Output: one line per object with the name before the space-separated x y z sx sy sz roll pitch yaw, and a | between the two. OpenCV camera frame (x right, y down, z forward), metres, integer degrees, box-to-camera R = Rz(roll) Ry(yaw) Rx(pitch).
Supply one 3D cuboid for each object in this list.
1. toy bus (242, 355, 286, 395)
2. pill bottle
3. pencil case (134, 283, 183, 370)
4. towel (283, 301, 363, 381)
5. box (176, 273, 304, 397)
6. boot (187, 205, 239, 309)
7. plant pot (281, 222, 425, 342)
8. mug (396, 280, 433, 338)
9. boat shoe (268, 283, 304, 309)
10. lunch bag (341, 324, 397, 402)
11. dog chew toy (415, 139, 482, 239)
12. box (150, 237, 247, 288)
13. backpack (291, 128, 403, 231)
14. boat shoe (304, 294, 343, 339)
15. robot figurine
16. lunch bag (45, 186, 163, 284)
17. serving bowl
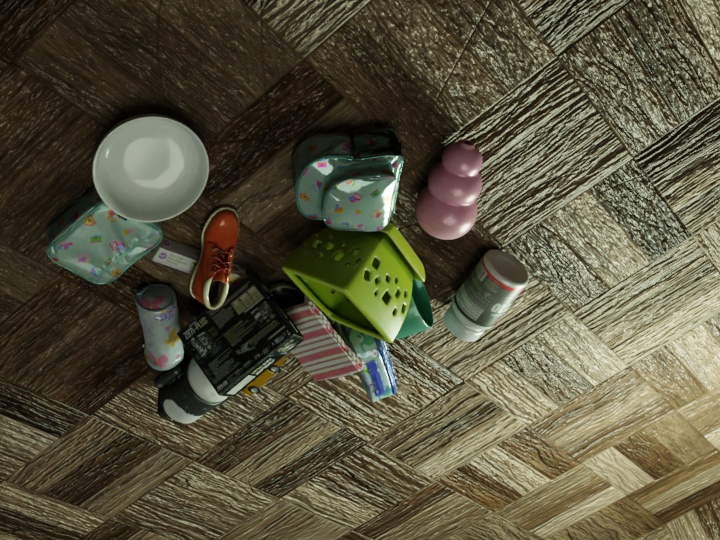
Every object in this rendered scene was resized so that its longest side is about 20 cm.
toy bus | -0.228 0.208 1.895 0.078 0.065 0.200 25 136 -20
pill bottle | 0.278 0.060 1.869 0.114 0.114 0.200 13 129 -25
pencil case | -0.425 0.121 1.766 0.083 0.091 0.200 -39 150 -36
towel | -0.099 0.153 1.791 0.146 0.030 0.200 -19 115 41
box | -0.246 0.136 1.718 0.200 0.164 0.086 -39 165 2
boot | -0.273 -0.022 1.621 0.075 0.107 0.201 11 104 -28
plant pot | 0.000 0.000 1.661 0.182 0.200 0.199 -54 134 -16
mug | 0.083 0.079 1.809 0.114 0.152 0.185 -20 138 16
boat shoe | -0.142 0.100 1.836 0.074 0.062 0.200 -21 134 9
lunch bag | 0.020 0.191 1.891 0.082 0.161 0.200 -20 130 -3
dog chew toy | 0.181 -0.162 1.629 0.124 0.125 0.200 3 124 -18
box | -0.325 -0.013 1.690 0.200 0.039 0.041 22 122 -32
backpack | -0.028 -0.165 1.546 0.199 0.154 0.176 3 138 -7
boat shoe | -0.071 0.090 1.812 0.071 0.072 0.200 6 129 22
robot figurine | -0.377 0.267 1.891 0.200 0.125 0.150 -36 173 27
lunch bag | -0.476 -0.067 1.570 0.200 0.077 0.160 -34 132 19
serving bowl | -0.373 -0.188 1.472 0.200 0.066 0.201 -12 124 -19
